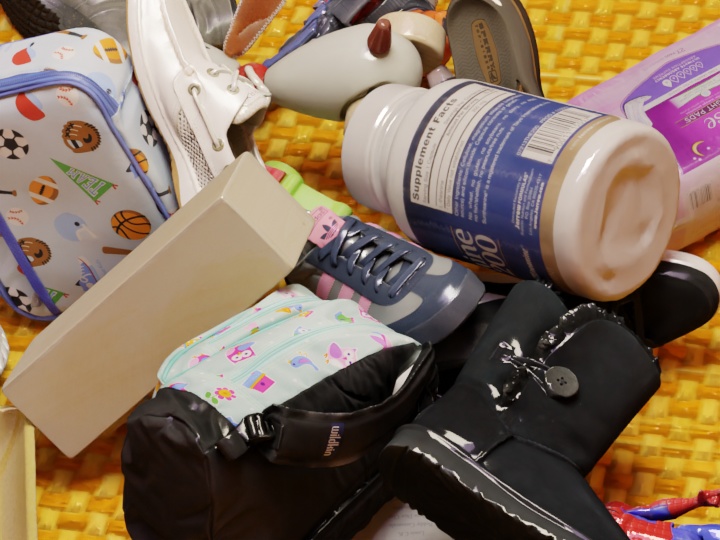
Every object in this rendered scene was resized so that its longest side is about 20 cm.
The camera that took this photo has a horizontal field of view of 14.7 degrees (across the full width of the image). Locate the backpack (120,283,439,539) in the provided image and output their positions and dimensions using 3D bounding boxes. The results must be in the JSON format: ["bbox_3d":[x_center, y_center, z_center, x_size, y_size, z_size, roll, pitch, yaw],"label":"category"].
[{"bbox_3d":[-0.045,0.094,1.632,0.126,0.167,0.200,33,47,28],"label":"backpack"}]

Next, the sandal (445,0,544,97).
[{"bbox_3d":[0.095,-0.090,1.816,0.082,0.200,0.055,-15,2,40],"label":"sandal"}]

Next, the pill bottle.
[{"bbox_3d":[0.087,-0.056,1.721,0.200,0.111,0.111,18,49,40],"label":"pill bottle"}]

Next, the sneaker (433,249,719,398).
[{"bbox_3d":[0.123,0.049,1.725,0.200,0.073,0.112,-7,33,15],"label":"sneaker"}]

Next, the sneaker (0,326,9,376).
[{"bbox_3d":[-0.274,0.045,1.748,0.075,0.081,0.200,-7,14,12],"label":"sneaker"}]

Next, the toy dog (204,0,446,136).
[{"bbox_3d":[-0.042,-0.136,1.828,0.200,0.096,0.132,-12,57,1],"label":"toy dog"}]

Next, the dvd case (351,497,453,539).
[{"bbox_3d":[-0.008,0.161,1.678,0.142,0.018,0.200,-3,45,4],"label":"dvd case"}]

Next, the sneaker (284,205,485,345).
[{"bbox_3d":[0.000,0.000,1.735,0.070,0.082,0.200,-47,24,-19],"label":"sneaker"}]

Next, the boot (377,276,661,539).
[{"bbox_3d":[0.131,0.108,1.608,0.200,0.076,0.168,36,56,12],"label":"boot"}]

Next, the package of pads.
[{"bbox_3d":[0.236,-0.095,1.858,0.200,0.076,0.121,-28,47,-19],"label":"package of pads"}]

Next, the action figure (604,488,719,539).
[{"bbox_3d":[0.196,0.163,1.631,0.200,0.052,0.066,8,52,18],"label":"action figure"}]

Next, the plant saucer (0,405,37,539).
[{"bbox_3d":[-0.288,0.180,1.678,0.199,0.049,0.200,-8,45,-1],"label":"plant saucer"}]

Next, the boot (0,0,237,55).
[{"bbox_3d":[-0.180,-0.203,2.040,0.130,0.068,0.200,-26,55,-24],"label":"boot"}]

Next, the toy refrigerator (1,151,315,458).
[{"bbox_3d":[-0.121,0.024,1.710,0.200,0.070,0.076,-40,12,23],"label":"toy refrigerator"}]

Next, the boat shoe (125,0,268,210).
[{"bbox_3d":[-0.089,-0.098,1.752,0.069,0.200,0.071,-18,2,20],"label":"boat shoe"}]

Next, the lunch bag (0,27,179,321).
[{"bbox_3d":[-0.192,-0.055,1.789,0.160,0.200,0.076,-12,37,19],"label":"lunch bag"}]

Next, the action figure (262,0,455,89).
[{"bbox_3d":[0.013,-0.141,1.948,0.200,0.105,0.194,-40,40,9],"label":"action figure"}]

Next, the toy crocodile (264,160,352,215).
[{"bbox_3d":[-0.098,-0.059,1.878,0.200,0.062,0.068,22,52,26],"label":"toy crocodile"}]
